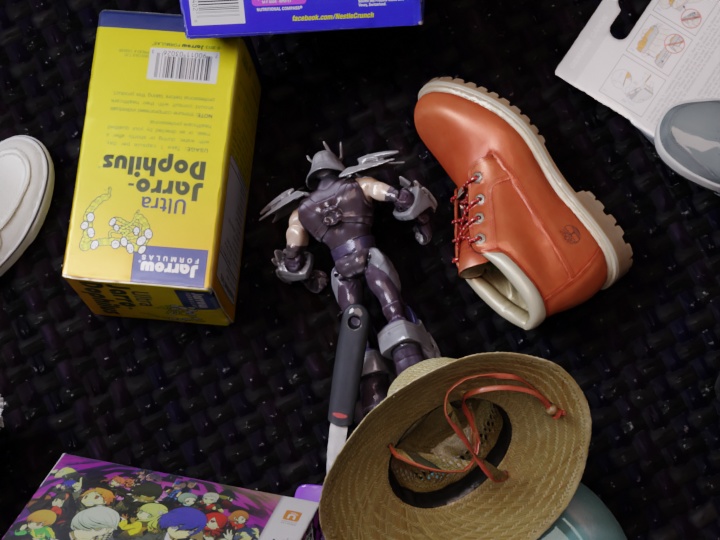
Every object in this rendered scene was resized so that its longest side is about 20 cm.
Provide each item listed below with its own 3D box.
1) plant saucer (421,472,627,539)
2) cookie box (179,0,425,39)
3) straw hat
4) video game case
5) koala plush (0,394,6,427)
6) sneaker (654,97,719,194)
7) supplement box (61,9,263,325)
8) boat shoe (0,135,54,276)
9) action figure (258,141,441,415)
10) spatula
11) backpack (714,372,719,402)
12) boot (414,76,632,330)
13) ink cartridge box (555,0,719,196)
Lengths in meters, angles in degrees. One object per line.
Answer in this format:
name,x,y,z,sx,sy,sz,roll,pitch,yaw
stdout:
plant saucer,0.096,0.225,1.302,0.198,0.036,0.202,-1,75,5
cookie box,-0.038,-0.240,1.359,0.169,0.200,0.076,-3,117,4
straw hat,0.054,0.108,1.256,0.200,0.202,0.085,-24,41,-2
video game case,-0.145,0.202,1.262,0.198,0.036,0.182,9,32,15
koala plush,-0.323,0.170,1.296,0.176,0.184,0.202,4,63,6
sneaker,0.299,-0.088,1.277,0.198,0.121,0.084,13,75,9
supplement box,-0.140,-0.073,1.365,0.108,0.109,0.202,4,75,6
boat shoe,-0.300,-0.020,1.385,0.071,0.070,0.200,37,81,13
action figure,0.000,0.000,1.343,0.130,0.069,0.202,-27,72,30
spatula,-0.015,0.119,1.311,0.056,0.021,0.202,11,108,9
backpack,0.359,0.077,1.272,0.199,0.127,0.168,33,85,14
boot,0.091,-0.049,1.342,0.107,0.075,0.200,-34,74,-27
ink cartridge box,0.268,-0.149,1.384,0.199,0.057,0.163,32,80,17
